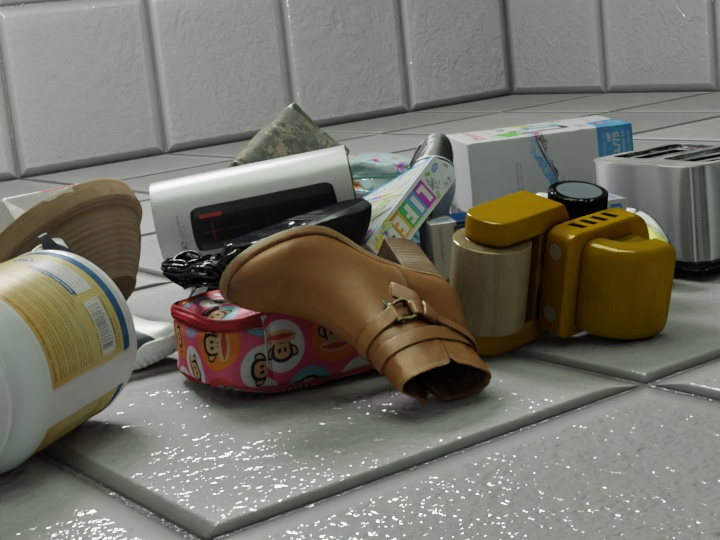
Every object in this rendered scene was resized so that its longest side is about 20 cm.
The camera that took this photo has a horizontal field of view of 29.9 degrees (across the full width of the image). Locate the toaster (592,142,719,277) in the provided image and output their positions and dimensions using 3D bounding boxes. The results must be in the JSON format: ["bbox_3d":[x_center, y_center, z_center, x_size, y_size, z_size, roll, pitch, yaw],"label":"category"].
[{"bbox_3d":[0.359,-0.070,1.467,0.198,0.120,0.180,-12,12,-28],"label":"toaster"}]

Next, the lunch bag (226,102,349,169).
[{"bbox_3d":[-0.126,-0.078,1.656,0.200,0.117,0.164,-47,4,40],"label":"lunch bag"}]

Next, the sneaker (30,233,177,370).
[{"bbox_3d":[-0.270,0.028,1.294,0.197,0.131,0.079,-2,12,22],"label":"sneaker"}]

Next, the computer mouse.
[{"bbox_3d":[-0.075,-0.013,1.223,0.198,0.053,0.138,-20,9,-20],"label":"computer mouse"}]

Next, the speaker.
[{"bbox_3d":[-0.104,-0.064,1.312,0.197,0.082,0.081,-11,11,-1],"label":"speaker"}]

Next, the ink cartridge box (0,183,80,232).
[{"bbox_3d":[-0.385,-0.003,1.539,0.116,0.068,0.200,-19,-23,-49],"label":"ink cartridge box"}]

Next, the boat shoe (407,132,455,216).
[{"bbox_3d":[0.070,-0.081,1.548,0.073,0.200,0.069,7,56,1],"label":"boat shoe"}]

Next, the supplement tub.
[{"bbox_3d":[-0.276,0.072,1.035,0.143,0.147,0.200,-2,11,19],"label":"supplement tub"}]

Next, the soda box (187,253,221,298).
[{"bbox_3d":[-0.133,0.012,1.400,0.063,0.071,0.200,34,9,-7],"label":"soda box"}]

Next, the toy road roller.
[{"bbox_3d":[0.185,0.005,1.188,0.198,0.125,0.145,-17,29,-38],"label":"toy road roller"}]

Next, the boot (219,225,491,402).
[{"bbox_3d":[-0.002,0.045,1.069,0.198,0.077,0.156,3,41,-32],"label":"boot"}]

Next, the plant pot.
[{"bbox_3d":[-0.304,0.002,1.442,0.200,0.093,0.201,-36,-15,-11],"label":"plant pot"}]

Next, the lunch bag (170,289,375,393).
[{"bbox_3d":[-0.066,0.052,1.210,0.198,0.083,0.176,-9,7,-24],"label":"lunch bag"}]

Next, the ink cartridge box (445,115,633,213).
[{"bbox_3d":[0.215,-0.098,1.617,0.197,0.148,0.147,-8,11,-6],"label":"ink cartridge box"}]

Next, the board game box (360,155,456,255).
[{"bbox_3d":[-0.002,-0.031,1.360,0.199,0.034,0.135,-27,21,54],"label":"board game box"}]

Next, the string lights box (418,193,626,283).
[{"bbox_3d":[0.161,-0.012,1.321,0.197,0.104,0.059,-8,9,-9],"label":"string lights box"}]

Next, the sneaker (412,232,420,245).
[{"bbox_3d":[0.091,-0.016,1.453,0.198,0.080,0.095,-15,16,-37],"label":"sneaker"}]

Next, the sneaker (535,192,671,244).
[{"bbox_3d":[0.232,-0.020,1.411,0.198,0.079,0.090,13,37,40],"label":"sneaker"}]

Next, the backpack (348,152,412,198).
[{"bbox_3d":[0.027,-0.086,1.707,0.164,0.128,0.200,-7,9,-4],"label":"backpack"}]
